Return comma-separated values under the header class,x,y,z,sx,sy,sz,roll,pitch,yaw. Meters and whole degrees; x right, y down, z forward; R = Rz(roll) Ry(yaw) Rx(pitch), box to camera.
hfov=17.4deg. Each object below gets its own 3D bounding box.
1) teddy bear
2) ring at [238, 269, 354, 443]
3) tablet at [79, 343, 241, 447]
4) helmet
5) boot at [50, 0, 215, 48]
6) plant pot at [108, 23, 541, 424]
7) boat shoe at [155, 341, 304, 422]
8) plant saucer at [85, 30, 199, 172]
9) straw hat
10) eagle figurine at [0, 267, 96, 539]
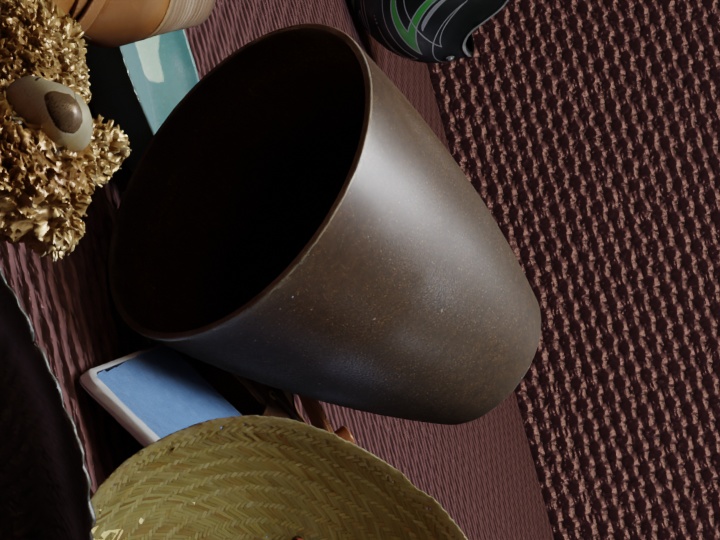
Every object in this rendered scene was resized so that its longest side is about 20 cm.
class,x,y,z,sx,sy,sz,roll,pitch,yaw
teddy bear,-0.152,-0.090,1.075,0.200,0.067,0.145,-84,154,-71
ring,-0.052,0.043,1.417,0.201,0.019,0.200,58,-9,14
tablet,-0.049,0.113,1.177,0.200,0.014,0.130,44,12,6
helmet,0.077,-0.339,2.731,0.200,0.191,0.200,31,30,-20
boot,-0.133,-0.216,1.225,0.155,0.077,0.200,-12,113,-58
plant pot,0.000,0.000,1.268,0.200,0.187,0.187,36,30,-36
boat shoe,-0.054,0.107,1.278,0.068,0.072,0.200,20,33,-58
plant saucer,-0.136,-0.130,1.381,0.200,0.036,0.200,-16,90,-82
straw hat,-0.045,0.168,1.035,0.085,0.201,0.201,131,-53,-65
eagle figurine,-0.132,0.069,0.686,0.151,0.152,0.200,19,57,-55
